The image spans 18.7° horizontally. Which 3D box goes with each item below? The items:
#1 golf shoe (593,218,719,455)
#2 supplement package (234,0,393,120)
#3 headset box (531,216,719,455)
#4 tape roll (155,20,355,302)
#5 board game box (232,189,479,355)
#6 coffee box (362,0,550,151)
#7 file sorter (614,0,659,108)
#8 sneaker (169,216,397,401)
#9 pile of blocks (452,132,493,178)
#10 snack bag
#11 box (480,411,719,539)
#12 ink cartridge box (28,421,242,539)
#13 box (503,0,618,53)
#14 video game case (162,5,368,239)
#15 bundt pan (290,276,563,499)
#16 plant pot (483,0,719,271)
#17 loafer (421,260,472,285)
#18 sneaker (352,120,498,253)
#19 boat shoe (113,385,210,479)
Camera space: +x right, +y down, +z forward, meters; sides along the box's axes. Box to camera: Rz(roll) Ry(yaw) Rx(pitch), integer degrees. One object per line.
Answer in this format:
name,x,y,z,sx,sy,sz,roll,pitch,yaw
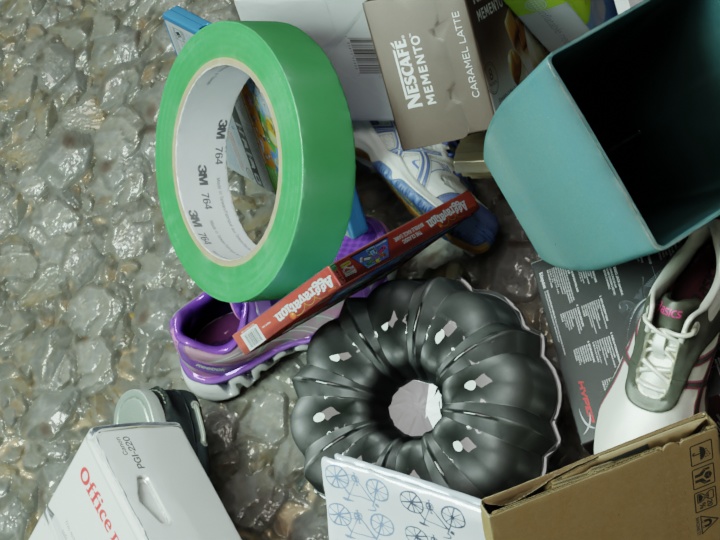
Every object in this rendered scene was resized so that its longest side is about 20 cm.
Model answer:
golf shoe,0.200,0.057,1.448,0.077,0.088,0.201,18,78,27
supplement package,0.003,-0.225,1.697,0.119,0.122,0.201,1,44,24
headset box,0.237,0.036,1.535,0.199,0.077,0.150,-21,60,12
tape roll,-0.079,-0.079,1.576,0.200,0.048,0.202,6,97,54
board game box,0.000,0.000,1.545,0.103,0.200,0.020,-34,87,36
coffee box,0.083,-0.173,1.611,0.079,0.200,0.115,-11,102,25
file sorter,0.270,-0.220,1.578,0.124,0.138,0.201,-41,50,43
sneaker,-0.064,0.021,1.668,0.199,0.089,0.081,-33,56,5
pile of blocks,0.169,-0.094,1.626,0.198,0.062,0.082,-18,38,5
snack bag,0.059,0.229,1.469,0.187,0.202,0.021,15,35,30
box,0.162,0.202,1.395,0.162,0.201,0.021,-20,33,-14
ink cartridge box,-0.172,0.227,1.565,0.146,0.084,0.201,57,132,32
box,0.152,-0.227,1.626,0.047,0.200,0.123,-12,62,25
video game case,-0.075,-0.116,1.679,0.018,0.144,0.200,-33,37,-21
bundt pan,0.038,0.095,1.522,0.200,0.076,0.204,-5,75,18
plant pot,0.172,-0.083,1.468,0.141,0.200,0.142,-30,89,-23
loafer,0.031,0.083,1.604,0.067,0.076,0.202,12,71,21
sneaker,0.048,-0.097,1.682,0.088,0.075,0.200,-43,59,-4
boat shoe,-0.134,0.185,1.631,0.075,0.060,0.202,-15,80,49
